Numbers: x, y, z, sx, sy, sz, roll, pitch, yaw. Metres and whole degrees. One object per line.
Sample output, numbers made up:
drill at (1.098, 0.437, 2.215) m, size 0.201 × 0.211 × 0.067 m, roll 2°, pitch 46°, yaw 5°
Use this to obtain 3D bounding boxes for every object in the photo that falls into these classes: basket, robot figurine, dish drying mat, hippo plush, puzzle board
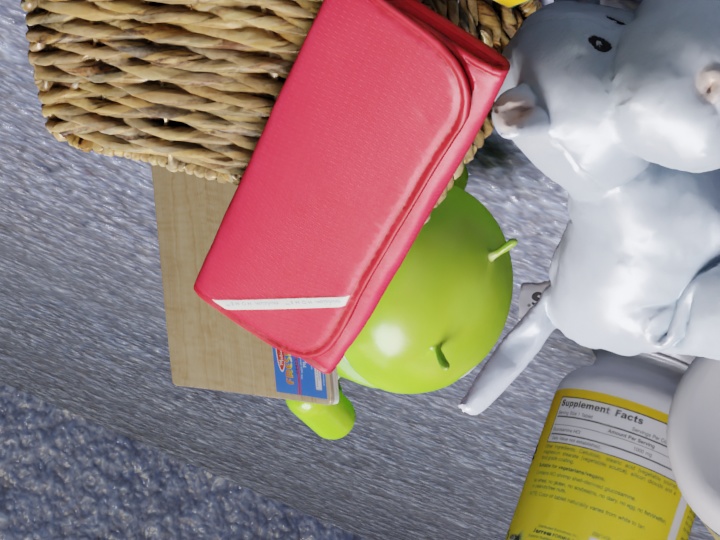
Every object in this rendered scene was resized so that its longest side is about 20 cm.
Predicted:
basket at (-0.030, -0.129, 0.894) m, size 0.199 × 0.149 × 0.143 m, roll 15°, pitch 133°, yaw 23°
robot figurine at (0.000, 0.000, 1.122) m, size 0.116 × 0.176 × 0.200 m, roll 36°, pitch 167°, yaw -38°
dish drying mat at (-0.009, -0.034, 0.841) m, size 0.077 × 0.018 × 0.200 m, roll 34°, pitch 137°, yaw 4°
hippo plush at (0.127, -0.055, 0.869) m, size 0.199 × 0.160 × 0.161 m, roll -7°, pitch 123°, yaw 33°
puzzle board at (-0.062, -0.034, 1.081) m, size 0.017 × 0.201 × 0.150 m, roll -10°, pitch -173°, yaw -37°

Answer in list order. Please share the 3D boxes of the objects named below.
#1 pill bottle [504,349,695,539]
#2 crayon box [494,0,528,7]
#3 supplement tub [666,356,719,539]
pill bottle at (0.167, 0.134, 1.344) m, size 0.112 × 0.201 × 0.112 m, roll 20°, pitch 167°, yaw 5°
crayon box at (0.007, -0.166, 0.695) m, size 0.199 × 0.059 × 0.119 m, roll 25°, pitch 166°, yaw -20°
supplement tub at (0.272, 0.120, 1.250) m, size 0.144 × 0.145 × 0.200 m, roll 15°, pitch 166°, yaw 24°
